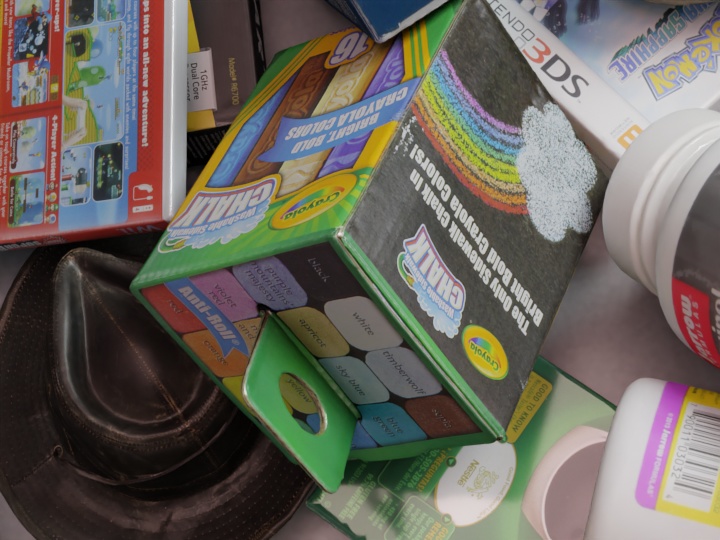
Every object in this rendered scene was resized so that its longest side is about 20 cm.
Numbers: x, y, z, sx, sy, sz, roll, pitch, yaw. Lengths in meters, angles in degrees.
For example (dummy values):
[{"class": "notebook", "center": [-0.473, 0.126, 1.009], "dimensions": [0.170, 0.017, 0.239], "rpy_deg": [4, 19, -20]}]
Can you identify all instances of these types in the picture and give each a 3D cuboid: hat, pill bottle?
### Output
[{"class": "hat", "center": [-0.105, 0.040, 0.798], "dimensions": [0.200, 0.081, 0.202], "rpy_deg": [-5, 66, 12]}, {"class": "pill bottle", "center": [0.186, 0.002, 0.671], "dimensions": [0.111, 0.111, 0.200], "rpy_deg": [-46, 36, -6]}, {"class": "pill bottle", "center": [0.192, 0.114, 0.684], "dimensions": [0.199, 0.104, 0.105], "rpy_deg": [14, 76, 14]}]

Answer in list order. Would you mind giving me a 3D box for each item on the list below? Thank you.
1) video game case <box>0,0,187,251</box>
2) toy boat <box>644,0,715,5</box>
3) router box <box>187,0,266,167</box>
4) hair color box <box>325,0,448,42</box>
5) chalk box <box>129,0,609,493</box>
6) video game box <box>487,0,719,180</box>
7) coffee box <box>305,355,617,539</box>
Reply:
[{"class": "video game case", "center": [-0.176, -0.079, 0.825], "dimensions": [0.199, 0.017, 0.144], "rpy_deg": [-7, 74, 19]}, {"class": "toy boat", "center": [0.134, -0.220, 0.768], "dimensions": [0.130, 0.131, 0.200], "rpy_deg": [-30, 61, 0]}, {"class": "router box", "center": [-0.128, -0.147, 0.880], "dimensions": [0.148, 0.051, 0.201], "rpy_deg": [-9, 71, 5]}, {"class": "hair color box", "center": [0.013, -0.171, 0.789], "dimensions": [0.100, 0.200, 0.061], "rpy_deg": [-34, 111, 0]}, {"class": "chalk box", "center": [0.000, 0.000, 0.728], "dimensions": [0.124, 0.125, 0.200], "rpy_deg": [-12, 37, 42]}, {"class": "video game box", "center": [0.146, -0.157, 0.836], "dimensions": [0.200, 0.047, 0.182], "rpy_deg": [-41, 64, -5]}, {"class": "coffee box", "center": [0.088, 0.117, 0.780], "dimensions": [0.200, 0.044, 0.123], "rpy_deg": [33, 82, 15]}]
